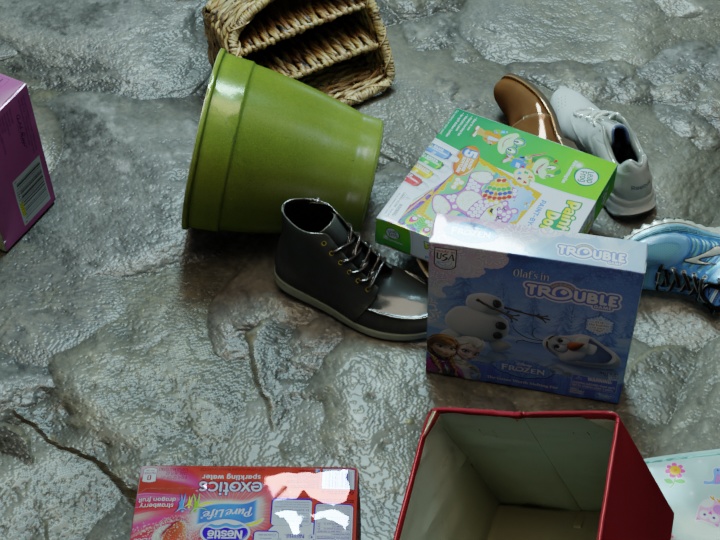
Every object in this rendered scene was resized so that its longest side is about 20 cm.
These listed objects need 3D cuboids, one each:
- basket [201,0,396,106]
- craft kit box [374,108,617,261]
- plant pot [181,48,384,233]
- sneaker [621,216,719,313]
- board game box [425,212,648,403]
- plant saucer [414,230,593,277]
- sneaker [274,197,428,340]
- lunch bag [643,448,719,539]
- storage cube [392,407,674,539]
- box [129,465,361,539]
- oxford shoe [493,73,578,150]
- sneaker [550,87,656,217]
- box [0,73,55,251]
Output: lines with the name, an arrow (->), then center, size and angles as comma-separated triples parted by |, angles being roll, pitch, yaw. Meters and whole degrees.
basket -> -0.072, -0.280, 1.675 | 0.199, 0.143, 0.149 | -23, 50, -18
craft kit box -> 0.147, -0.071, 1.486 | 0.197, 0.049, 0.200 | 23, 52, 16
plant pot -> -0.079, -0.121, 1.517 | 0.192, 0.201, 0.201 | 13, 48, -3
sneaker -> 0.355, -0.001, 1.460 | 0.199, 0.079, 0.090 | -4, 51, -3
board game box -> 0.164, 0.040, 1.343 | 0.199, 0.199, 0.043 | 8, 48, 9
plant saucer -> 0.154, -0.013, 1.493 | 0.199, 0.036, 0.201 | 2, 43, -2
sneaker -> 0.000, 0.000, 1.443 | 0.199, 0.106, 0.075 | 18, 51, 13
lunch bag -> 0.328, 0.235, 1.246 | 0.199, 0.077, 0.161 | -5, 47, -3
storage cube -> 0.142, 0.234, 1.136 | 0.170, 0.180, 0.201 | -2, 56, 28
box -> -0.099, 0.240, 1.236 | 0.199, 0.096, 0.100 | 0, 47, 1
oxford shoe -> 0.192, -0.153, 1.607 | 0.071, 0.071, 0.200 | -18, 51, -10
sneaker -> 0.280, -0.152, 1.591 | 0.074, 0.087, 0.200 | -21, 50, -15
box -> -0.457, -0.142, 1.536 | 0.199, 0.176, 0.097 | 20, 51, 19
